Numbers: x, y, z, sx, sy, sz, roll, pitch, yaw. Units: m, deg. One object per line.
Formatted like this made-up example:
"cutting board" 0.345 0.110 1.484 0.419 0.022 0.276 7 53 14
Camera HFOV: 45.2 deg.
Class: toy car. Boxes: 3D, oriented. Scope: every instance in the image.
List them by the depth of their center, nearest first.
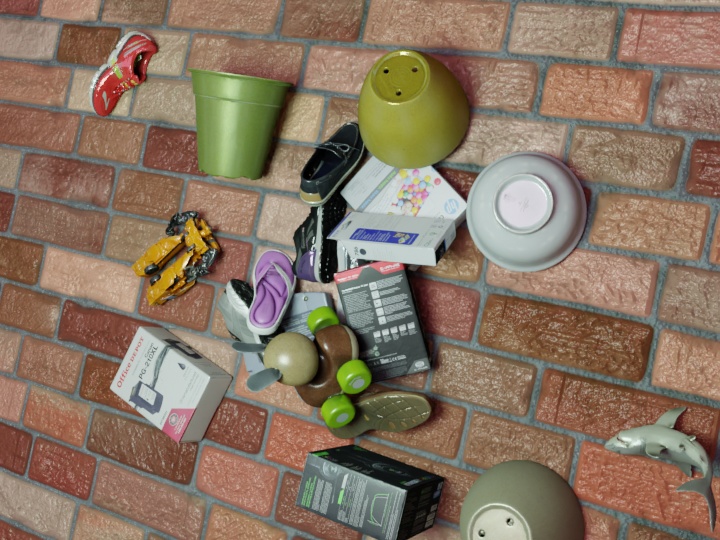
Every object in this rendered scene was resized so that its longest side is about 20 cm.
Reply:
"toy car" -0.111 0.161 1.431 0.165 0.199 0.158 56 133 42

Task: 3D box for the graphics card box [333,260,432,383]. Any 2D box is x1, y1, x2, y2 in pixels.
"graphics card box" 0.040 0.085 1.483 0.125 0.051 0.201 -15 93 9

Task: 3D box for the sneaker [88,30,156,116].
"sneaker" -0.500 -0.408 1.827 0.085 0.077 0.201 36 100 19

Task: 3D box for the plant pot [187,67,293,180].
"plant pot" -0.235 -0.274 1.638 0.199 0.200 0.192 13 103 26

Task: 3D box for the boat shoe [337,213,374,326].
"boat shoe" 0.000 0.000 1.541 0.067 0.072 0.202 2 87 27

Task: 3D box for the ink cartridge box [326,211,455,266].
"ink cartridge box" 0.052 -0.056 1.465 0.199 0.100 0.039 8 126 26

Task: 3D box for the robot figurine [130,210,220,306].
"robot figurine" -0.362 -0.026 1.724 0.200 0.058 0.146 -37 70 18

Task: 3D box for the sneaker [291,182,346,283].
"sneaker" -0.087 -0.080 1.593 0.087 0.076 0.202 8 87 32

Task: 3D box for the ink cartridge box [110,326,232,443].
"ink cartridge box" -0.371 0.219 1.684 0.199 0.084 0.146 30 97 25

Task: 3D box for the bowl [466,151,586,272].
"bowl" 0.265 -0.102 1.396 0.199 0.090 0.203 -1 85 13

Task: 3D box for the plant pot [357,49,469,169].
"plant pot" 0.079 -0.293 1.470 0.198 0.142 0.202 -4 72 12

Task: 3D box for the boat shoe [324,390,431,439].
"boat shoe" 0.033 0.236 1.494 0.199 0.068 0.072 -16 110 28

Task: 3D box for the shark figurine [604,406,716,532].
"shark figurine" 0.474 0.284 1.268 0.128 0.214 0.090 -31 112 -10

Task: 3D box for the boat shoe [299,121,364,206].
"boat shoe" -0.049 -0.203 1.552 0.074 0.062 0.201 17 56 24

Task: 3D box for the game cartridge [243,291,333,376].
"game cartridge" -0.133 0.116 1.611 0.199 0.041 0.134 -19 72 22

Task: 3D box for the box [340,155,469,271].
"box" 0.080 -0.123 1.535 0.156 0.041 0.200 -46 69 14

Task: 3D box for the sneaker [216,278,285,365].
"sneaker" -0.199 0.110 1.592 0.079 0.074 0.201 -48 61 23

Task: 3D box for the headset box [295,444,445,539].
"headset box" 0.013 0.364 1.436 0.199 0.174 0.093 14 91 27

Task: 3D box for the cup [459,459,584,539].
"cup" 0.234 0.403 1.343 0.199 0.143 0.202 -3 83 25

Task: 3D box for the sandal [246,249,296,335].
"sandal" -0.159 0.029 1.575 0.082 0.050 0.204 7 47 -5
